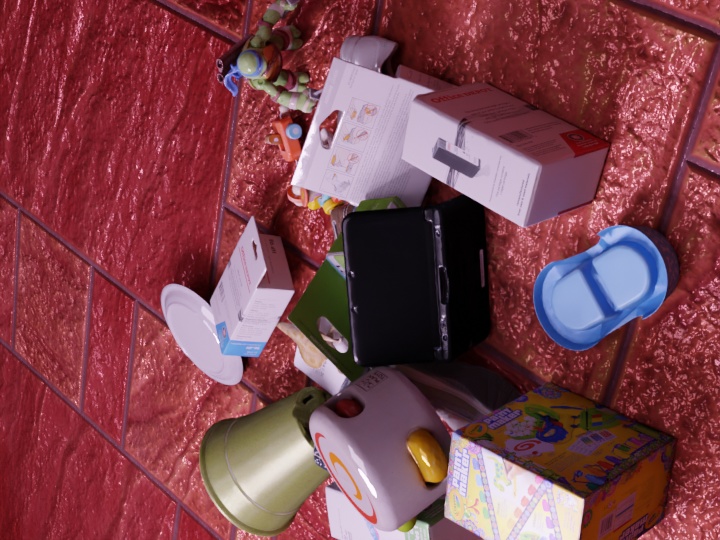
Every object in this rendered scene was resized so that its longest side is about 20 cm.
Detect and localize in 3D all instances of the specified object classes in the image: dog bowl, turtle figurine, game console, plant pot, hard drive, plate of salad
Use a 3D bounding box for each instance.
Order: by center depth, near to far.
[{"bbox_3d":[0.293,0.017,1.441,0.200,0.049,0.112,-37,77,45],"label":"dog bowl"},{"bbox_3d":[0.076,0.009,1.557,0.115,0.175,0.202,5,108,33],"label":"game console"},{"bbox_3d":[-0.085,-0.292,1.654,0.200,0.194,0.144,-41,94,9],"label":"turtle figurine"},{"bbox_3d":[-0.015,0.136,1.811,0.199,0.027,0.133,35,125,34],"label":"hard drive"},{"bbox_3d":[-0.112,0.274,1.862,0.190,0.199,0.201,-38,75,32],"label":"plant pot"},{"bbox_3d":[-0.259,0.102,2.028,0.199,0.048,0.201,33,145,28],"label":"plate of salad"}]

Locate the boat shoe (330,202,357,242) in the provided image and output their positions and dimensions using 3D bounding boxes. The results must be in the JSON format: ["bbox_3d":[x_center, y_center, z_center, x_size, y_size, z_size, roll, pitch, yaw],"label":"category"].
[{"bbox_3d":[0.000,0.000,1.704,0.072,0.072,0.202,3,109,28],"label":"boat shoe"}]

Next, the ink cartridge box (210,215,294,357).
[{"bbox_3d":[-0.161,0.026,1.865,0.201,0.066,0.117,-59,36,39],"label":"ink cartridge box"}]

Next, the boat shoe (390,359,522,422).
[{"bbox_3d":[0.131,0.164,1.601,0.200,0.075,0.065,25,127,2],"label":"boat shoe"}]

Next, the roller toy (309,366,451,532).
[{"bbox_3d":[0.035,0.221,1.545,0.183,0.139,0.201,50,162,22],"label":"roller toy"}]

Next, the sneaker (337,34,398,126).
[{"bbox_3d":[0.020,-0.212,1.635,0.088,0.075,0.202,7,110,26],"label":"sneaker"}]

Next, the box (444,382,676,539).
[{"bbox_3d":[0.239,0.248,1.462,0.192,0.199,0.123,24,120,39],"label":"box"}]

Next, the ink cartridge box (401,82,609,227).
[{"bbox_3d":[0.169,-0.142,1.445,0.199,0.144,0.084,34,125,34],"label":"ink cartridge box"}]

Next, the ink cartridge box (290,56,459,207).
[{"bbox_3d":[0.021,-0.174,1.587,0.175,0.045,0.201,19,124,-6],"label":"ink cartridge box"}]

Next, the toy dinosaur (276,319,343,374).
[{"bbox_3d":[-0.077,0.093,1.800,0.199,0.058,0.102,28,123,37],"label":"toy dinosaur"}]

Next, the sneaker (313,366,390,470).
[{"bbox_3d":[-0.004,0.198,1.735,0.077,0.086,0.201,25,110,-7],"label":"sneaker"}]

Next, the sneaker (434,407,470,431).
[{"bbox_3d":[0.095,0.152,1.666,0.201,0.081,0.075,54,132,16],"label":"sneaker"}]

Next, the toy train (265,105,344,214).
[{"bbox_3d":[-0.086,-0.151,1.725,0.200,0.055,0.152,30,138,64],"label":"toy train"}]

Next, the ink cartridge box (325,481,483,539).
[{"bbox_3d":[0.069,0.331,1.698,0.199,0.144,0.085,10,115,43],"label":"ink cartridge box"}]

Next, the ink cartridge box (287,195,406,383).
[{"bbox_3d":[0.019,0.028,1.580,0.075,0.201,0.148,-4,136,51],"label":"ink cartridge box"}]
